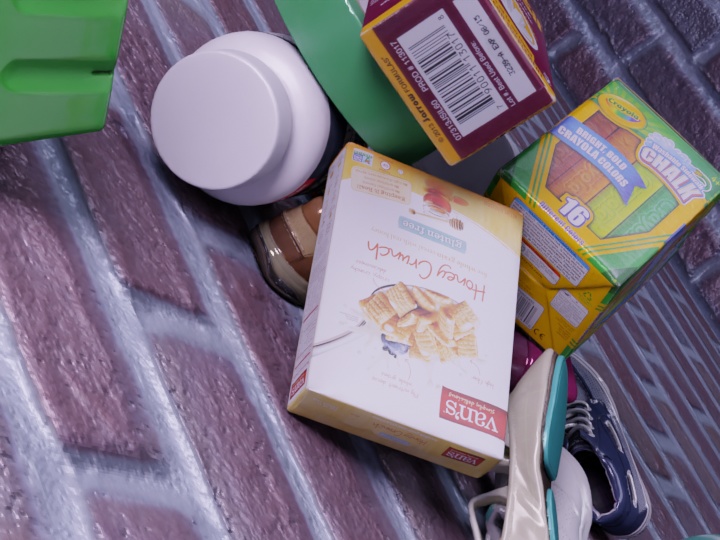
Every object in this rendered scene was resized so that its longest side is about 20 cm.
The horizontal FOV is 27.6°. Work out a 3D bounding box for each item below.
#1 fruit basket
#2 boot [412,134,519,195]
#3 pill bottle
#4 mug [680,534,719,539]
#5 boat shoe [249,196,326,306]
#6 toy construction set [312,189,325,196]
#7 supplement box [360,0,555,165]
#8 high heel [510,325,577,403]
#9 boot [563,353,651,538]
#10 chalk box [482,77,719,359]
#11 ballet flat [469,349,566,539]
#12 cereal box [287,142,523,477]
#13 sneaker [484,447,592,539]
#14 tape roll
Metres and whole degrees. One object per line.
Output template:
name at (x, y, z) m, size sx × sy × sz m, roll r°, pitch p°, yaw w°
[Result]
fruit basket at (-0.214, -0.174, 0.715) m, size 0.215 × 0.215 × 0.156 m, roll 41°, pitch 20°, yaw -37°
boot at (0.081, -0.101, 1.253) m, size 0.200 × 0.074 × 0.095 m, roll 36°, pitch 6°, yaw 41°
pill bottle at (-0.069, -0.107, 1.037) m, size 0.120 × 0.119 × 0.200 m, roll 54°, pitch 17°, yaw 3°
mug at (0.251, 0.284, 1.127) m, size 0.114 × 0.184 × 0.152 m, roll 45°, pitch 42°, yaw -18°
boat shoe at (0.000, 0.000, 1.091) m, size 0.200 × 0.074 × 0.076 m, roll 27°, pitch 31°, yaw -57°
toy construction set at (0.025, -0.038, 1.229) m, size 0.200 × 0.092 × 0.132 m, roll 50°, pitch 13°, yaw -55°
supplement box at (0.069, -0.170, 1.019) m, size 0.111 × 0.085 × 0.200 m, roll 54°, pitch 18°, yaw -19°
high heel at (0.134, 0.023, 1.193) m, size 0.096 × 0.067 × 0.201 m, roll 27°, pitch 46°, yaw -14°
boot at (0.206, 0.149, 1.362) m, size 0.090 × 0.072 × 0.201 m, roll 37°, pitch 23°, yaw -59°
chalk box at (0.188, -0.050, 1.130) m, size 0.124 × 0.124 × 0.200 m, roll 43°, pitch 56°, yaw 12°
ballet flat at (0.107, 0.145, 1.006) m, size 0.069 × 0.069 × 0.201 m, roll 39°, pitch 45°, yaw -41°
cereal box at (0.035, 0.024, 0.981) m, size 0.143 × 0.040 × 0.201 m, roll 20°, pitch 53°, yaw -18°
sneaker at (0.122, 0.184, 1.082) m, size 0.088 × 0.075 × 0.201 m, roll 31°, pitch 26°, yaw -26°
tape roll at (0.002, -0.172, 1.061) m, size 0.201 × 0.048 × 0.201 m, roll 52°, pitch 19°, yaw -26°
